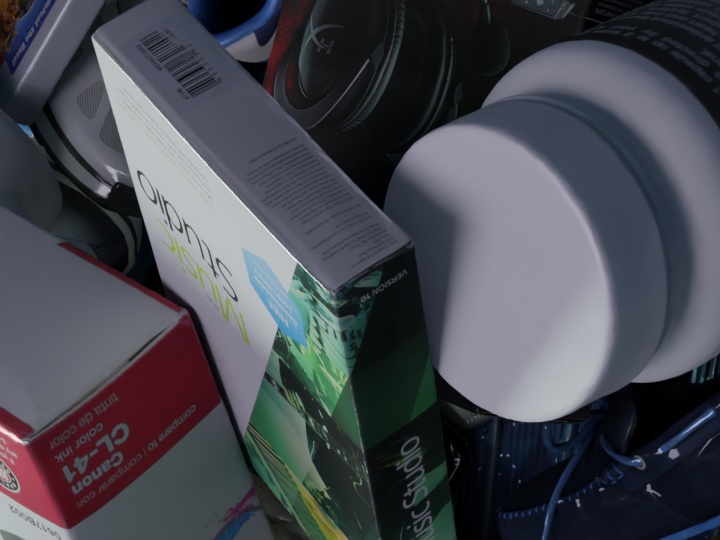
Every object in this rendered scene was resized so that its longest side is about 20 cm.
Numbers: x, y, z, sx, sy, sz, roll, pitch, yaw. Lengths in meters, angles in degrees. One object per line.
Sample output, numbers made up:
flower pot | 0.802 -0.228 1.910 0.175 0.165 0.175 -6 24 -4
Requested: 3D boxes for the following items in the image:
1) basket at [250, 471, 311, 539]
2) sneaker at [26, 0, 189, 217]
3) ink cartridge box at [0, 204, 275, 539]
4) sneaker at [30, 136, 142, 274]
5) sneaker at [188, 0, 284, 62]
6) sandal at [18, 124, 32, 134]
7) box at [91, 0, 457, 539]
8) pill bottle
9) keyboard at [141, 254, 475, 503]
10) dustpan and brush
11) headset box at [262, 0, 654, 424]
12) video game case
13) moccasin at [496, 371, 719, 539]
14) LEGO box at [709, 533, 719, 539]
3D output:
basket | -0.061 0.212 1.071 0.199 0.161 0.199 33 153 34
sneaker | -0.099 -0.126 1.007 0.116 0.075 0.202 -56 39 41
ink cartridge box | -0.112 0.087 0.913 0.147 0.085 0.201 25 143 41
sneaker | -0.158 0.007 1.133 0.078 0.080 0.200 26 156 -1
sneaker | -0.039 -0.177 0.948 0.074 0.082 0.202 19 121 43
sandal | -0.136 -0.081 1.101 0.199 0.087 0.080 30 126 31
box | -0.025 0.020 0.792 0.144 0.036 0.201 47 161 36
pill bottle | 0.107 -0.032 0.766 0.113 0.199 0.115 24 126 38
keyboard | -0.031 0.062 1.109 0.200 0.040 0.105 41 115 25
dustpan and brush | -0.158 -0.031 0.975 0.199 0.057 0.140 17 150 40
headset box | 0.033 -0.041 0.885 0.148 0.077 0.202 22 98 40
video game case | -0.142 -0.182 1.017 0.144 0.018 0.201 -54 41 30
moccasin | 0.126 0.058 0.898 0.199 0.081 0.068 -28 102 38
LEGO box | 0.147 0.195 0.935 0.150 0.077 0.200 56 140 9
